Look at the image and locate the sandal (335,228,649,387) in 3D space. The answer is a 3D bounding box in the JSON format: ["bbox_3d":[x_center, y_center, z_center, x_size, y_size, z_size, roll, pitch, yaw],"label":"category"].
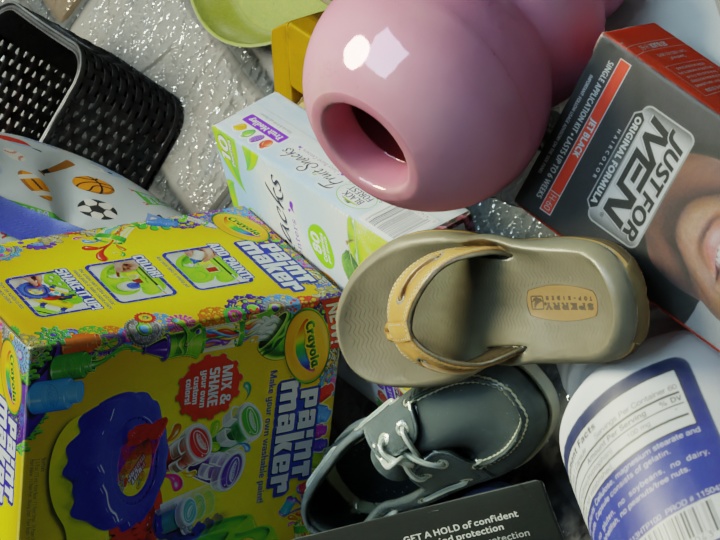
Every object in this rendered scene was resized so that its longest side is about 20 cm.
[{"bbox_3d":[0.053,0.022,1.331,0.200,0.054,0.081,-4,103,46],"label":"sandal"}]

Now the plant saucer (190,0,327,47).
[{"bbox_3d":[-0.034,-0.232,1.765,0.200,0.031,0.201,-22,55,37],"label":"plant saucer"}]

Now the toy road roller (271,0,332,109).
[{"bbox_3d":[0.035,-0.133,1.598,0.123,0.146,0.201,37,135,49],"label":"toy road roller"}]

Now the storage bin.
[{"bbox_3d":[-0.227,-0.063,1.831,0.135,0.094,0.200,35,97,49],"label":"storage bin"}]

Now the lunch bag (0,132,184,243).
[{"bbox_3d":[-0.188,-0.012,1.655,0.200,0.170,0.124,-174,105,-75],"label":"lunch bag"}]

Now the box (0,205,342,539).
[{"bbox_3d":[-0.128,0.089,1.516,0.122,0.192,0.201,40,132,48],"label":"box"}]

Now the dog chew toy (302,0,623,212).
[{"bbox_3d":[0.063,-0.120,1.342,0.124,0.125,0.200,9,45,48],"label":"dog chew toy"}]

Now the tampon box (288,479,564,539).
[{"bbox_3d":[0.047,0.229,1.320,0.149,0.126,0.200,-12,49,-7],"label":"tampon box"}]

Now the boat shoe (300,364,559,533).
[{"bbox_3d":[0.033,0.098,1.438,0.062,0.073,0.200,-44,7,-36],"label":"boat shoe"}]

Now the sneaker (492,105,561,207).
[{"bbox_3d":[0.053,-0.083,1.475,0.115,0.200,0.075,33,106,55],"label":"sneaker"}]

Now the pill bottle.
[{"bbox_3d":[0.163,0.098,1.318,0.120,0.120,0.200,-40,45,25],"label":"pill bottle"}]

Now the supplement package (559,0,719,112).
[{"bbox_3d":[0.207,-0.120,1.389,0.200,0.117,0.117,-33,48,30],"label":"supplement package"}]

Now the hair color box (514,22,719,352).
[{"bbox_3d":[0.182,-0.022,1.292,0.200,0.061,0.102,36,116,21],"label":"hair color box"}]

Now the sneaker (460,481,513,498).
[{"bbox_3d":[0.015,0.191,1.450,0.200,0.088,0.075,-54,40,9],"label":"sneaker"}]

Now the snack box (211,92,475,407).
[{"bbox_3d":[0.000,0.000,1.527,0.053,0.143,0.200,-27,36,-22],"label":"snack box"}]
